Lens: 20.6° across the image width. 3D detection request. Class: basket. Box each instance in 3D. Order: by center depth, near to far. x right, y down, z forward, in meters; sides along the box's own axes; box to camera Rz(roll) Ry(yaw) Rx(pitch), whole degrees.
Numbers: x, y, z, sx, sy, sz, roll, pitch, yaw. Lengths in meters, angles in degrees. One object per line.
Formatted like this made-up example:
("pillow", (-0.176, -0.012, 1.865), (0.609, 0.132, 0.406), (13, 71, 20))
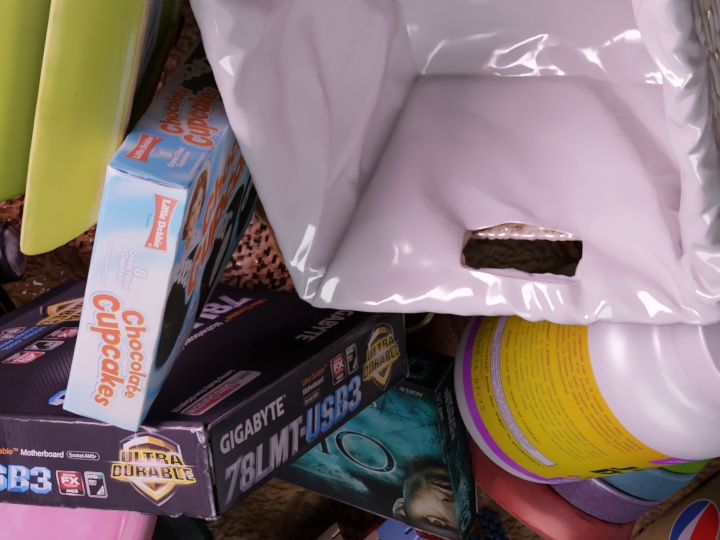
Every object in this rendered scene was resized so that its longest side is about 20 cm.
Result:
("basket", (0.061, -0.099, 0.816), (0.198, 0.161, 0.200), (2, 132, 23))

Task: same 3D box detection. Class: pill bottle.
("pill bottle", (0.130, 0.040, 0.916), (0.104, 0.104, 0.200), (21, 162, -20))

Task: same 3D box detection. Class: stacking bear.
("stacking bear", (0.159, 0.050, 1.071), (0.200, 0.114, 0.121), (-52, 158, 23))

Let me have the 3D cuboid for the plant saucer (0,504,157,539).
("plant saucer", (-0.202, 0.129, 1.085), (0.200, 0.201, 0.051), (-10, 153, 8))

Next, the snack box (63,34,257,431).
("snack box", (-0.075, -0.032, 0.863), (0.037, 0.200, 0.116), (16, 120, 3))

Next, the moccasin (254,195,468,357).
("moccasin", (0.002, 0.000, 1.038), (0.074, 0.078, 0.201), (-16, 132, 15))

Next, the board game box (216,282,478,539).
("board game box", (-0.034, 0.070, 1.069), (0.200, 0.028, 0.135), (17, 143, 25))

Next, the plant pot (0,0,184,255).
("plant pot", (-0.164, -0.134, 0.807), (0.181, 0.199, 0.200), (15, 131, -3))

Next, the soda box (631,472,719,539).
("soda box", (0.211, 0.192, 1.236), (0.068, 0.064, 0.200), (28, 126, -25))

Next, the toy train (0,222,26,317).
("toy train", (-0.271, 0.030, 1.036), (0.200, 0.114, 0.085), (-14, 132, 11))

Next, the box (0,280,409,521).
("box", (-0.106, 0.055, 0.932), (0.198, 0.200, 0.050), (0, 106, 27))

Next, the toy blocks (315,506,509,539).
("toy blocks", (0.039, 0.200, 1.226), (0.137, 0.100, 0.200), (-43, 134, 21))

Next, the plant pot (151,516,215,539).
("plant pot", (-0.181, 0.209, 1.166), (0.188, 0.200, 0.200), (-37, 125, 11))
